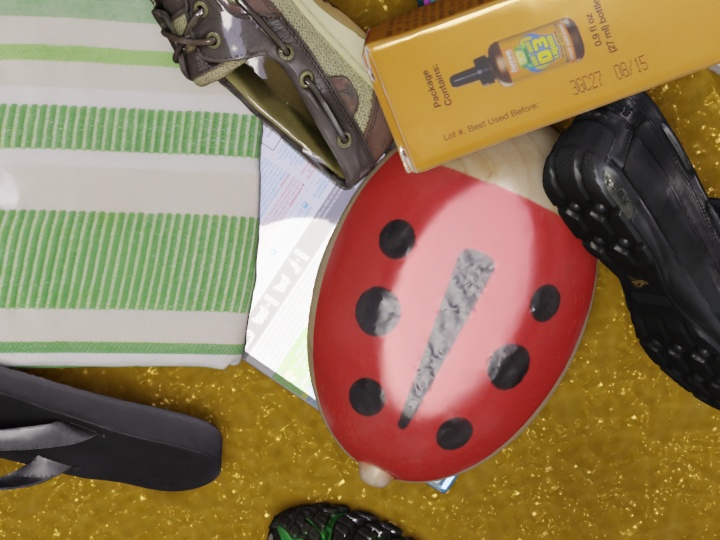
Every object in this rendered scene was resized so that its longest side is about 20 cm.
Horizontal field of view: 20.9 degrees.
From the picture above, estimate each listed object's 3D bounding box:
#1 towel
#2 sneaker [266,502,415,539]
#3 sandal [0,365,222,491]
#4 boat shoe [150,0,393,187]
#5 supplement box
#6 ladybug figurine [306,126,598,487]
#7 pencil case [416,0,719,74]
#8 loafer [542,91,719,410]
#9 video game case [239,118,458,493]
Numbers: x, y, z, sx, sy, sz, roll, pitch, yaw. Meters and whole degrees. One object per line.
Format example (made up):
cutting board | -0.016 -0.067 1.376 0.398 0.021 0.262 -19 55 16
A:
towel | -0.122 -0.052 0.958 0.152 0.023 0.201 1 89 -20
sneaker | 0.016 0.204 0.976 0.085 0.078 0.200 -44 79 29
sandal | -0.162 0.083 0.946 0.200 0.076 0.043 12 60 -17
boat shoe | -0.059 -0.116 0.929 0.200 0.073 0.065 36 68 -16
supplement box | 0.103 -0.113 0.895 0.200 0.069 0.067 -20 108 7
ladybug figurine | 0.046 0.015 0.955 0.135 0.072 0.200 20 91 -2
pencil case | 0.126 -0.139 0.964 0.199 0.085 0.093 5 80 -1
loafer | 0.159 -0.005 0.948 0.070 0.068 0.201 -52 126 -22
video game case | 0.000 0.000 0.999 0.200 0.018 0.143 34 90 -1
